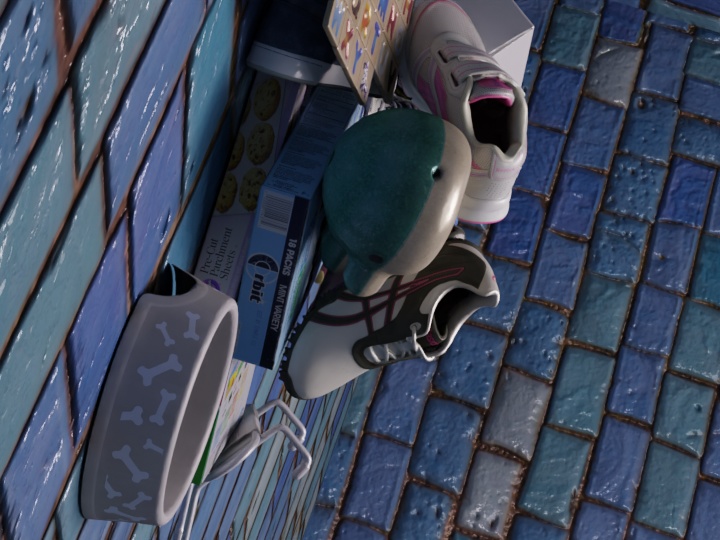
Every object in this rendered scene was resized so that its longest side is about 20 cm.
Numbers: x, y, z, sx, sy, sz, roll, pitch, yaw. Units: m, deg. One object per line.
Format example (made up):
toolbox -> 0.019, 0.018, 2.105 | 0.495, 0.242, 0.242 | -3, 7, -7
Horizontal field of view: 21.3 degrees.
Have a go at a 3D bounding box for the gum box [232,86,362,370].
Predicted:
gum box -> -0.052, -0.043, 1.596 | 0.200, 0.044, 0.171 | -66, 171, -55

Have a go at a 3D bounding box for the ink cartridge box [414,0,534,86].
ink cartridge box -> 0.061, -0.239, 1.730 | 0.086, 0.200, 0.147 | -34, 164, -13

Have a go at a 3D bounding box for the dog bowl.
dog bowl -> -0.145, 0.097, 1.421 | 0.200, 0.058, 0.201 | 18, 90, -86

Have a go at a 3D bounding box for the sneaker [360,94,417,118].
sneaker -> 0.023, -0.142, 1.773 | 0.200, 0.085, 0.077 | -19, 125, -83

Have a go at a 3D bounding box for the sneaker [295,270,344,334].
sneaker -> 0.000, 0.000, 1.656 | 0.201, 0.080, 0.088 | -58, -140, 5

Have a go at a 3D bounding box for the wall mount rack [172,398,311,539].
wall mount rack -> -0.128, 0.200, 1.802 | 0.174, 0.075, 0.200 | -37, -171, 1

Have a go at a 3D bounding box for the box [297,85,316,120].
box -> -0.043, -0.138, 1.815 | 0.161, 0.049, 0.201 | -62, 169, -77

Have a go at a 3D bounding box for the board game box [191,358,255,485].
board game box -> -0.120, 0.068, 1.704 | 0.153, 0.040, 0.201 | -60, 167, -69

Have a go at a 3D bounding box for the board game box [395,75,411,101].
board game box -> 0.076, -0.217, 1.920 | 0.200, 0.056, 0.166 | -128, -132, -64

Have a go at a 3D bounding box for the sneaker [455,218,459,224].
sneaker -> 0.015, -0.058, 1.800 | 0.200, 0.075, 0.079 | 15, 111, -47

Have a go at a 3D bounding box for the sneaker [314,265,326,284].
sneaker -> 0.009, -0.062, 1.870 | 0.075, 0.090, 0.201 | 104, 4, -54

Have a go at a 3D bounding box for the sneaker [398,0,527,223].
sneaker -> 0.093, -0.144, 1.562 | 0.088, 0.081, 0.201 | -50, -128, 54

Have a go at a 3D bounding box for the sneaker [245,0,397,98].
sneaker -> -0.009, -0.219, 1.546 | 0.202, 0.077, 0.147 | 0, 107, -66

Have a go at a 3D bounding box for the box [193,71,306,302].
box -> -0.092, -0.065, 1.559 | 0.039, 0.041, 0.201 | 36, 72, -85

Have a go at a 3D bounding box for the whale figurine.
whale figurine -> 0.006, -0.058, 1.519 | 0.200, 0.103, 0.160 | -23, -135, 64

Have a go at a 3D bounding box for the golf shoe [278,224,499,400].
golf shoe -> 0.022, 0.045, 1.578 | 0.200, 0.088, 0.077 | -39, 135, 0

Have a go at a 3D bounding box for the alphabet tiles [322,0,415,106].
alphabet tiles -> 0.013, -0.216, 1.487 | 0.200, 0.008, 0.168 | 59, 41, -66
